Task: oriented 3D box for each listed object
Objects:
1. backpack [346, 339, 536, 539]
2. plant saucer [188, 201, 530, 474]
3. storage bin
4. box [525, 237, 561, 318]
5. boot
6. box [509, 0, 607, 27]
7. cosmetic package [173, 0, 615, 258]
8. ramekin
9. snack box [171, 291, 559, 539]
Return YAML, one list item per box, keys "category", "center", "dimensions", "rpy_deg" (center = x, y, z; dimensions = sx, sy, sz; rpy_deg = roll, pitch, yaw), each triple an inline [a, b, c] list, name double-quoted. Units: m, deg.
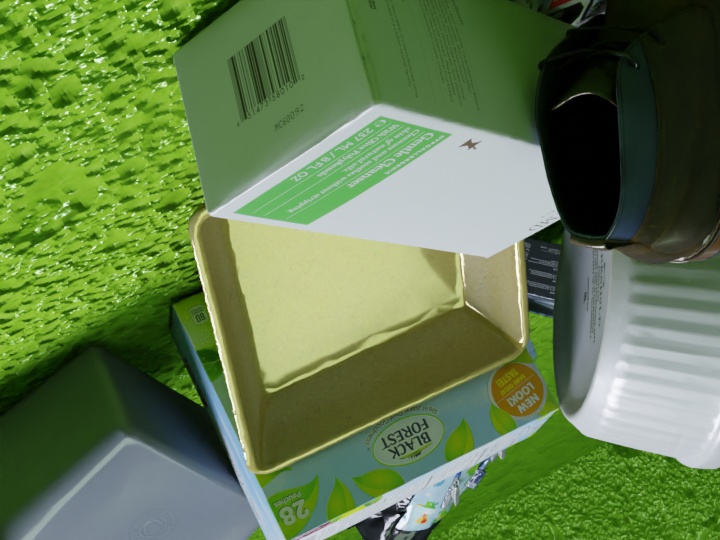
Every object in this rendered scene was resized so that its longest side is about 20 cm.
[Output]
- category: "backpack"
  center: [0.049, 0.100, 1.143]
  dimensions: [0.153, 0.163, 0.201]
  rpy_deg: [-13, 137, -29]
- category: "plant saucer"
  center: [0.000, 0.000, 0.833]
  dimensions: [0.199, 0.048, 0.201]
  rpy_deg: [-23, 131, -16]
- category: "storage bin"
  center: [-0.160, 0.138, 0.936]
  dimensions: [0.134, 0.146, 0.200]
  rpy_deg: [-41, 136, 9]
- category: "box"
  center: [0.204, 0.022, 1.128]
  dimensions: [0.198, 0.044, 0.160]
  rpy_deg: [14, 175, 19]
- category: "boot"
  center: [0.125, -0.101, 0.621]
  dimensions: [0.074, 0.202, 0.096]
  rpy_deg: [-1, -175, 40]
- category: "box"
  center: [0.160, -0.164, 0.745]
  dimensions: [0.199, 0.035, 0.110]
  rpy_deg: [-23, 162, -17]
- category: "cosmetic package"
  center: [0.027, -0.071, 0.654]
  dimensions: [0.107, 0.086, 0.199]
  rpy_deg: [-30, 155, 37]
- category: "ramekin"
  center: [0.180, 0.019, 0.886]
  dimensions: [0.093, 0.204, 0.203]
  rpy_deg: [5, 159, -3]
- category: "snack box"
  center: [0.001, 0.065, 0.926]
  dimensions: [0.199, 0.170, 0.068]
  rpy_deg: [-23, 164, -16]
